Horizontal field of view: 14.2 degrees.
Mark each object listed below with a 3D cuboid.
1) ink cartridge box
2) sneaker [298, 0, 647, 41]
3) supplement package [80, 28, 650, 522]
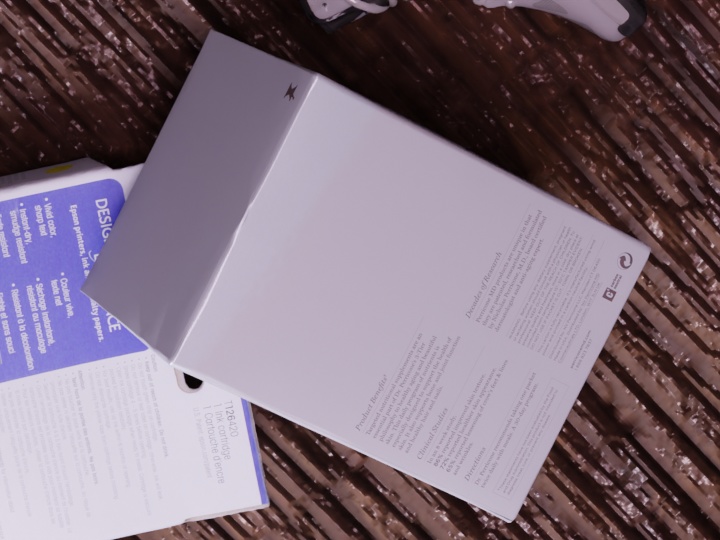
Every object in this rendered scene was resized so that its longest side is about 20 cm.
[{"bbox_3d":[-0.163,0.047,1.479,0.200,0.047,0.198,-12,107,-7],"label":"ink cartridge box"},{"bbox_3d":[0.038,-0.153,1.442,0.200,0.076,0.115,35,108,-8],"label":"sneaker"},{"bbox_3d":[0.000,0.000,1.405,0.200,0.151,0.152,26,92,-25],"label":"supplement package"}]
